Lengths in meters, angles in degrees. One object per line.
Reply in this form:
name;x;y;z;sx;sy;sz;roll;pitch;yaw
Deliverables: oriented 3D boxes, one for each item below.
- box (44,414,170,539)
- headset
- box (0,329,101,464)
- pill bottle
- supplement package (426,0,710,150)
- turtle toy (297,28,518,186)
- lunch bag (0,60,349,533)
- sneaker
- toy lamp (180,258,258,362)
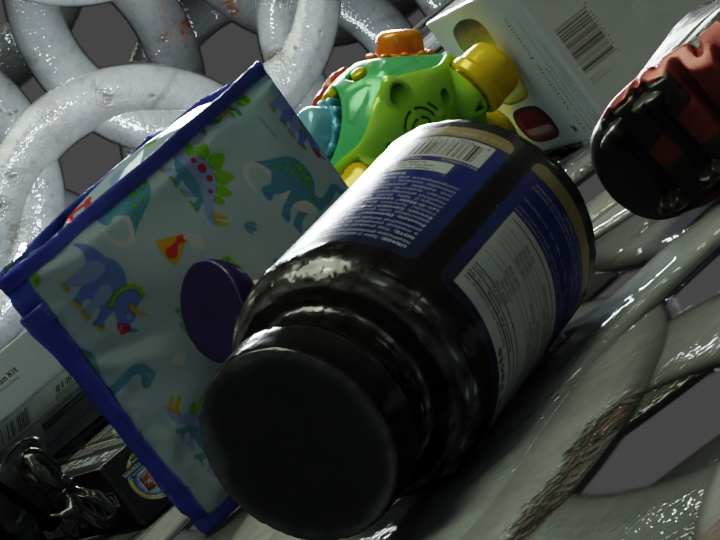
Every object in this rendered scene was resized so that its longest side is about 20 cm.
box;-0.115;0.093;1.565;0.160;0.044;0.200;-41;7;-23
headset;-0.211;0.168;1.514;0.200;0.094;0.124;-55;3;44
box;-0.210;0.106;1.652;0.156;0.041;0.200;-41;-20;-20
pill bottle;0.015;0.024;1.072;0.112;0.112;0.200;-33;8;36
supplement package;0.134;-0.150;1.589;0.109;0.114;0.200;-38;6;-11
turtle toy;0.018;-0.071;1.605;0.146;0.101;0.200;-45;-20;-17
lunch bag;-0.083;0.019;1.359;0.127;0.170;0.200;-32;11;39
sneaker;0.192;-0.103;1.163;0.200;0.071;0.098;-36;9;26
toy lamp;0.000;0.000;1.322;0.199;0.058;0.058;-13;-11;-40
